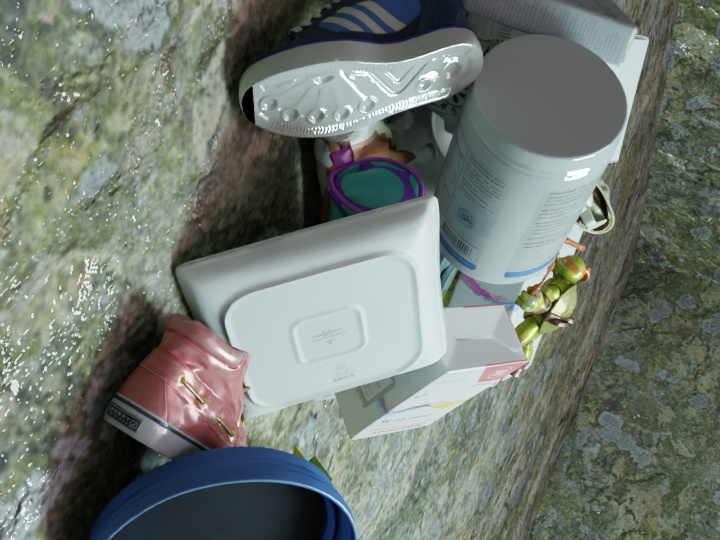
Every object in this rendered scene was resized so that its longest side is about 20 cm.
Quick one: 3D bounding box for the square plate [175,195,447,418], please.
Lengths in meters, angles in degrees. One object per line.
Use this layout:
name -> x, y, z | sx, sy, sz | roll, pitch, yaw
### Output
square plate -> -0.026, 0.042, 0.762 | 0.199, 0.198, 0.029 | 80, -8, -48

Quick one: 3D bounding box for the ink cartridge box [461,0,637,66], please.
ink cartridge box -> 0.142, -0.251, 0.876 | 0.200, 0.198, 0.041 | -67, 179, -67

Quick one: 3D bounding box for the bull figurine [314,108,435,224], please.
bull figurine -> 0.005, -0.081, 0.868 | 0.121, 0.065, 0.201 | -19, 137, -30

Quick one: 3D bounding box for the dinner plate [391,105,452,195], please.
dinner plate -> 0.119, -0.122, 1.000 | 0.024, 0.200, 0.200 | -42, -175, 42

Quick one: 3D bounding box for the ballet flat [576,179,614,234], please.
ballet flat -> 0.235, -0.082, 1.033 | 0.199, 0.067, 0.063 | 16, 52, -58

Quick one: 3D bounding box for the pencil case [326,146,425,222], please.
pencil case -> 0.000, 0.000, 0.822 | 0.085, 0.092, 0.201 | -23, 143, -30

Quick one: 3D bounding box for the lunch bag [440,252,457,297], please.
lunch bag -> 0.064, -0.007, 1.020 | 0.201, 0.077, 0.161 | -60, 175, -32

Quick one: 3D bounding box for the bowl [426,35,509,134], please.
bowl -> 0.131, -0.178, 0.938 | 0.200, 0.199, 0.095 | -25, 123, -63

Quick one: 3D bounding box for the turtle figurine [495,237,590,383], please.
turtle figurine -> 0.192, 0.041, 1.009 | 0.162, 0.064, 0.200 | -58, 169, 21

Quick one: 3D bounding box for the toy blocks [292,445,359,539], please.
toy blocks -> -0.082, 0.243, 0.837 | 0.136, 0.100, 0.200 | -35, 164, -17

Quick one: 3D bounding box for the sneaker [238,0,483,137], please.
sneaker -> -0.015, -0.189, 0.756 | 0.198, 0.147, 0.081 | -15, 145, -14

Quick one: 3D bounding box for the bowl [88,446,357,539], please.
bowl -> -0.102, 0.205, 0.697 | 0.040, 0.199, 0.202 | -115, -161, -49

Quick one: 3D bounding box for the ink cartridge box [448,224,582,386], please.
ink cartridge box -> 0.175, 0.020, 1.134 | 0.144, 0.084, 0.202 | -8, 119, -59

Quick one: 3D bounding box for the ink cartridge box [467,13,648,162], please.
ink cartridge box -> 0.211, -0.216, 1.107 | 0.083, 0.199, 0.147 | -10, 118, -42

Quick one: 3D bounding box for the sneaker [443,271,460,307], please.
sneaker -> 0.091, -0.009, 1.168 | 0.090, 0.078, 0.202 | 23, 79, -59

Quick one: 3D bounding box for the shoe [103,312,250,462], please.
shoe -> -0.107, 0.104, 0.723 | 0.091, 0.071, 0.200 | -59, 152, -12

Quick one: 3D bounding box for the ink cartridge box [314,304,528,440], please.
ink cartridge box -> 0.054, 0.109, 0.960 | 0.116, 0.068, 0.200 | -2, 152, -40

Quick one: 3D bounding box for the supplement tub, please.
supplement tub -> 0.138, -0.088, 0.837 | 0.133, 0.131, 0.201 | -61, 173, -30
